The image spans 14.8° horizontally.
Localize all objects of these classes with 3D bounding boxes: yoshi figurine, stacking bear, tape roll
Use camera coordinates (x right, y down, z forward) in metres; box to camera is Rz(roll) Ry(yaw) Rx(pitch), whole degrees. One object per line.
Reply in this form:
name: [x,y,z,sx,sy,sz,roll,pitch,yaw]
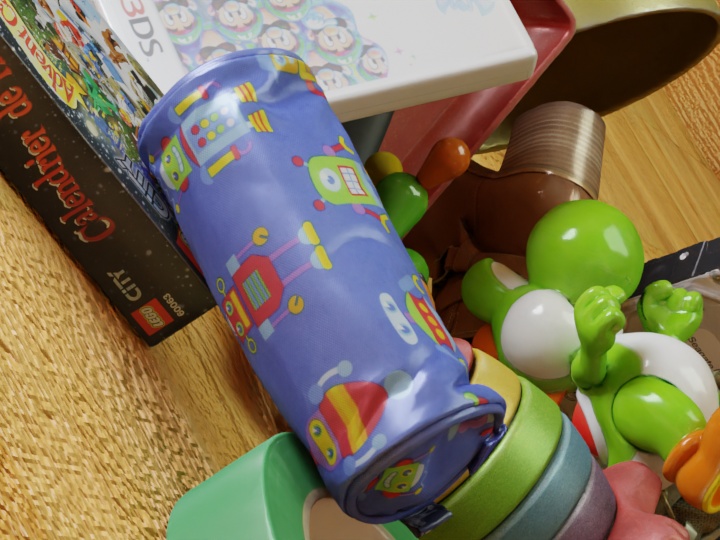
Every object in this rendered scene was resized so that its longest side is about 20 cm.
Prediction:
yoshi figurine: [0.137,0.031,1.374,0.200,0.112,0.113,36,-32,35]
stacking bear: [0.037,0.077,1.254,0.200,0.114,0.121,47,8,-15]
tape roll: [0.003,0.159,1.067,0.201,0.048,0.201,53,13,-18]

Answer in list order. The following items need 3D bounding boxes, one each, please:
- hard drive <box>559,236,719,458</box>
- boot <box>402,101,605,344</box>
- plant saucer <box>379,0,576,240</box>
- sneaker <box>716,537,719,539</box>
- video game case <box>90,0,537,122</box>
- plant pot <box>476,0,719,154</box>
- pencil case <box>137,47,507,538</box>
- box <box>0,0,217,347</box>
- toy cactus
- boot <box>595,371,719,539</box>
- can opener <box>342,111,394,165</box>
hard drive: [0.170,0.063,1.594,0.140,0.200,0.038,52,40,-24]
boot: [0.058,0.004,1.549,0.074,0.200,0.155,26,60,-15]
plant saucer: [-0.002,-0.132,1.498,0.200,0.200,0.037,49,-17,-31]
sneaker: [0.198,0.154,1.562,0.200,0.070,0.082,62,-19,1]
video game case: [-0.037,-0.147,1.372,0.024,0.199,0.182,102,-32,-53]
plant pot: [0.102,-0.175,1.676,0.142,0.200,0.200,70,16,13]
pencil case: [-0.012,0.006,1.105,0.087,0.078,0.200,-7,57,-41]
box: [-0.130,-0.079,1.164,0.200,0.038,0.137,52,14,-22]
toy cactus: [0.000,0.000,1.340,0.165,0.102,0.201,5,61,-62]
boot: [0.148,0.142,1.402,0.072,0.154,0.200,50,14,-27]
can opener: [-0.004,-0.119,1.458,0.067,0.201,0.053,22,-1,2]
